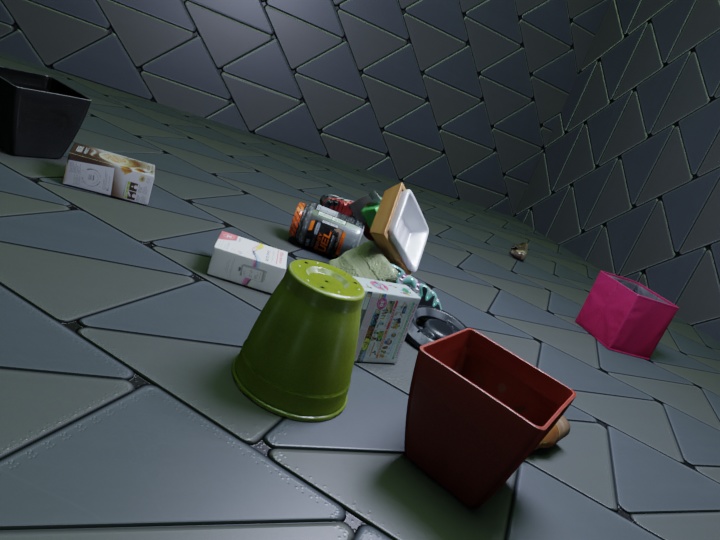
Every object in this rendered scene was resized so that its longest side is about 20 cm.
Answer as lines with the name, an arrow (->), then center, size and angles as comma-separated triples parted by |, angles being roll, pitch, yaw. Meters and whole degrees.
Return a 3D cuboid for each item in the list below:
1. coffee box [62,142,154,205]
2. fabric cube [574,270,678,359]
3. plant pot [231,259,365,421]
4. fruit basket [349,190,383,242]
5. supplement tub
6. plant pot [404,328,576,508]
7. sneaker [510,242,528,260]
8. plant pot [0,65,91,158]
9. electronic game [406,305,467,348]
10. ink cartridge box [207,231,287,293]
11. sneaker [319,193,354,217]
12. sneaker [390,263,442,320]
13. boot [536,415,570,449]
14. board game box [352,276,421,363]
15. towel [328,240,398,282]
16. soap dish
coffee box -> -0.628, -0.243, 1.415 | 0.197, 0.081, 0.115 | 13, 19, -25
fabric cube -> 0.890, 0.148, 1.892 | 0.193, 0.202, 0.200 | 13, 19, -21
plant pot -> -0.082, 0.096, 0.895 | 0.197, 0.196, 0.201 | 20, 17, -6
fruit basket -> 0.053, -0.135, 1.645 | 0.187, 0.093, 0.200 | 59, -17, -7
supplement tub -> -0.097, -0.113, 1.599 | 0.197, 0.124, 0.123 | 20, 17, -3
plant pot -> 0.178, 0.227, 0.851 | 0.198, 0.179, 0.198 | 30, 20, 28
sneaker -> 0.750, -0.103, 2.666 | 0.074, 0.072, 0.200 | 23, 17, 8
plant pot -> -0.851, -0.400, 1.443 | 0.198, 0.180, 0.198 | 30, 19, 24
electronic game -> 0.182, 0.146, 1.312 | 0.197, 0.042, 0.201 | 19, 26, -10
ink cartridge box -> -0.227, -0.012, 1.242 | 0.197, 0.069, 0.117 | 18, 18, -12
sneaker -> -0.068, -0.239, 2.083 | 0.197, 0.072, 0.098 | 8, 24, -34
sneaker -> 0.126, 0.053, 1.467 | 0.200, 0.078, 0.140 | 43, -2, -1
boot -> 0.287, 0.259, 1.070 | 0.153, 0.075, 0.199 | 0, 25, -41
board game box -> 0.003, 0.095, 1.077 | 0.197, 0.150, 0.064 | 10, 18, -34
towel -> 0.000, 0.000, 1.392 | 0.037, 0.147, 0.200 | 61, -4, -35
soap dish -> 0.103, -0.103, 1.459 | 0.080, 0.160, 0.201 | 6, -29, 29
